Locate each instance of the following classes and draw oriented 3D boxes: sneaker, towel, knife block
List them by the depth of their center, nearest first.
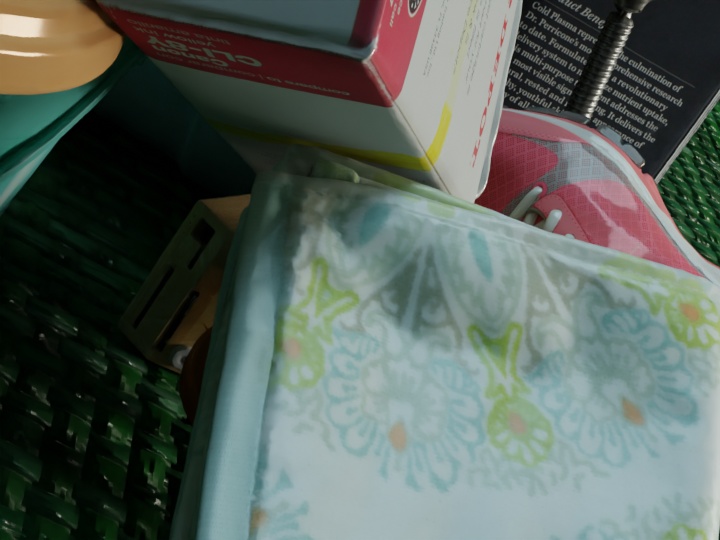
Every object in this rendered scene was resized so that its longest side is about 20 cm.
[{"bbox_3d":[0.030,0.072,0.606,0.171,0.048,0.200,17,64,-15],"label":"towel"},{"bbox_3d":[0.093,0.006,0.767,0.200,0.074,0.087,39,31,13],"label":"sneaker"},{"bbox_3d":[0.000,0.000,0.823,0.200,0.064,0.176,25,24,-22],"label":"knife block"}]

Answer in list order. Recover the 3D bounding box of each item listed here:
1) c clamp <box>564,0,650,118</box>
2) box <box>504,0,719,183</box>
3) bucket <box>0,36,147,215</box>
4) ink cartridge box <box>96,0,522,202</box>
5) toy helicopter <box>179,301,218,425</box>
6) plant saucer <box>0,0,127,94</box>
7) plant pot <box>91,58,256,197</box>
[{"bbox_3d":[0.083,-0.084,0.946,0.171,0.200,0.027,12,23,-14],"label":"c clamp"},{"bbox_3d":[0.110,-0.132,1.058,0.124,0.197,0.200,29,23,-15],"label":"box"},{"bbox_3d":[-0.179,-0.096,0.668,0.207,0.135,0.207,29,23,-14],"label":"bucket"},{"bbox_3d":[-0.001,-0.110,0.625,0.083,0.145,0.200,11,-9,13],"label":"ink cartridge box"},{"bbox_3d":[0.033,0.074,0.677,0.132,0.079,0.200,-18,72,-24],"label":"toy helicopter"},{"bbox_3d":[-0.145,-0.125,0.550,0.200,0.037,0.200,31,24,-15],"label":"plant saucer"},{"bbox_3d":[-0.081,-0.142,0.847,0.196,0.200,0.200,25,23,-2],"label":"plant pot"}]
